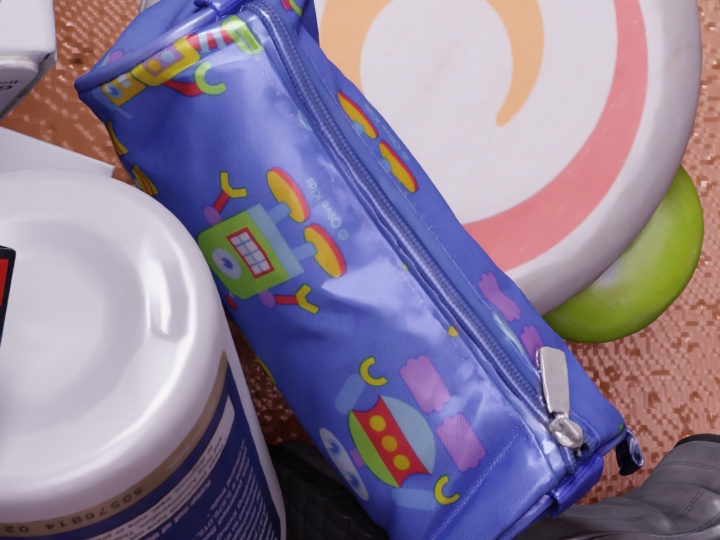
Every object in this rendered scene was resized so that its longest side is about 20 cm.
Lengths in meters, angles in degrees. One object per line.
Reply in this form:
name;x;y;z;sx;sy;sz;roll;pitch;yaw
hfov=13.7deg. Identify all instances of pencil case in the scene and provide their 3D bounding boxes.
pencil case;0.000;0.000;0.892;0.078;0.087;0.200;-39;96;-38

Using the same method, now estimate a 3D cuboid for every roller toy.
roller toy;0.015;-0.072;1.005;0.181;0.140;0.201;-6;94;-5

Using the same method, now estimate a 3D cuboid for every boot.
boot;0.066;0.092;0.984;0.131;0.070;0.200;-31;44;-35

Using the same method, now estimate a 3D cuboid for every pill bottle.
pill bottle;-0.082;0.066;0.921;0.110;0.200;0.112;-4;58;6

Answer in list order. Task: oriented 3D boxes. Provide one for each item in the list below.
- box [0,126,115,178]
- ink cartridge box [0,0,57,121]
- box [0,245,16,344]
box;-0.186;0.036;1.011;0.155;0.041;0.201;19;79;-6
ink cartridge box;-0.176;-0.147;0.910;0.145;0.087;0.201;-3;78;-19
box;-0.194;0.042;0.838;0.199;0.040;0.138;13;94;31
